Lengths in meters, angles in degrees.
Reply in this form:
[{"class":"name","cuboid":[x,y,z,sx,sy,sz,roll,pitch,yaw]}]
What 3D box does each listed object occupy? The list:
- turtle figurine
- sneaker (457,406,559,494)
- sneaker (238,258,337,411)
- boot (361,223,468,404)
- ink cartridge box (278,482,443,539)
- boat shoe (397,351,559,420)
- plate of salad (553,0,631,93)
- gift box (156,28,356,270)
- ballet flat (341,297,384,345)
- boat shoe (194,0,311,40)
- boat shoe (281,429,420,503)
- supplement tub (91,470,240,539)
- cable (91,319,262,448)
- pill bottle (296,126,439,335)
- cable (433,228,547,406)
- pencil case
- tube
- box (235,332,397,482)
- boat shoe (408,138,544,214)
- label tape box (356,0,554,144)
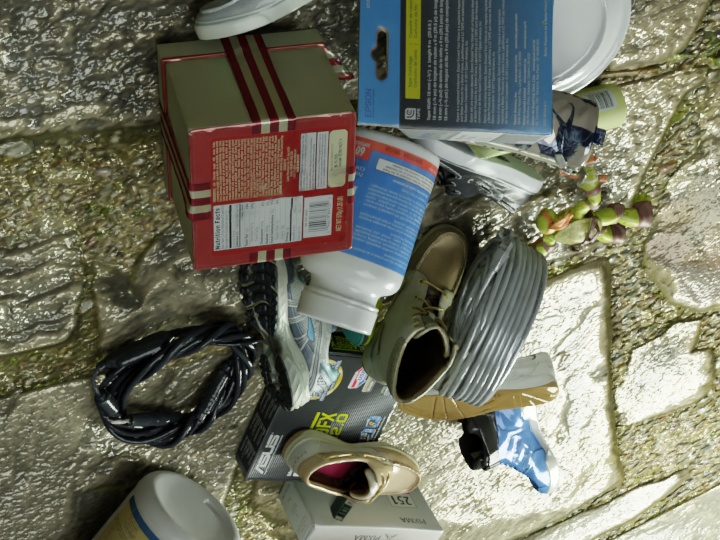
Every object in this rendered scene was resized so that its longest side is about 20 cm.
[{"class":"turtle figurine","cuboid":[0.264,-0.061,1.775,0.161,0.065,0.200,-3,145,-34]},{"class":"sneaker","cuboid":[0.185,0.234,1.980,0.111,0.077,0.200,-30,129,-11]},{"class":"sneaker","cuboid":[-0.075,0.050,1.694,0.086,0.078,0.201,-22,113,-33]},{"class":"boot","cuboid":[0.076,0.048,1.704,0.072,0.155,0.200,28,92,-12]},{"class":"ink cartridge box","cuboid":[0.016,0.332,1.905,0.200,0.174,0.044,9,121,-33]},{"class":"boat shoe","cuboid":[0.143,0.138,1.896,0.199,0.069,0.071,-6,150,1]},{"class":"plate of salad","cuboid":[0.184,-0.265,1.601,0.199,0.048,0.200,-6,128,-7]},{"class":"gift box","cuboid":[-0.091,-0.120,1.481,0.199,0.187,0.185,-5,127,-17]},{"class":"ballet flat","cuboid":[0.000,0.000,1.714,0.067,0.067,0.200,-34,134,-21]},{"class":"boat shoe","cuboid":[-0.075,-0.287,1.451,0.200,0.070,0.072,-27,114,-4]},{"class":"boat shoe","cuboid":[-0.003,0.248,1.839,0.200,0.069,0.074,15,117,-35]},{"class":"supplement tub","cuboid":[-0.252,0.351,1.800,0.145,0.145,0.200,27,110,-39]},{"class":"cable","cuboid":[-0.198,0.129,1.718,0.200,0.051,0.163,-24,133,-10]},{"class":"pill bottle","cuboid":[0.002,-0.040,1.587,0.112,0.112,0.201,21,85,-38]},{"class":"cable","cuboid":[0.145,0.057,1.745,0.069,0.200,0.200,22,86,-5]},{"class":"pencil case","cuboid":[0.153,-0.157,1.598,0.199,0.090,0.078,12,146,-10]},{"class":"tube","cuboid":[0.198,-0.164,1.685,0.200,0.058,0.052,-15,93,-23]},{"class":"box","cuboid":[-0.042,0.167,1.833,0.160,0.044,0.200,7,121,-32]},{"class":"boat shoe","cuboid":[0.118,-0.108,1.689,0.200,0.070,0.066,16,115,-44]},{"class":"label tape box","cuboid":[0.088,-0.205,1.514,0.199,0.063,0.145,2,87,-12]}]
